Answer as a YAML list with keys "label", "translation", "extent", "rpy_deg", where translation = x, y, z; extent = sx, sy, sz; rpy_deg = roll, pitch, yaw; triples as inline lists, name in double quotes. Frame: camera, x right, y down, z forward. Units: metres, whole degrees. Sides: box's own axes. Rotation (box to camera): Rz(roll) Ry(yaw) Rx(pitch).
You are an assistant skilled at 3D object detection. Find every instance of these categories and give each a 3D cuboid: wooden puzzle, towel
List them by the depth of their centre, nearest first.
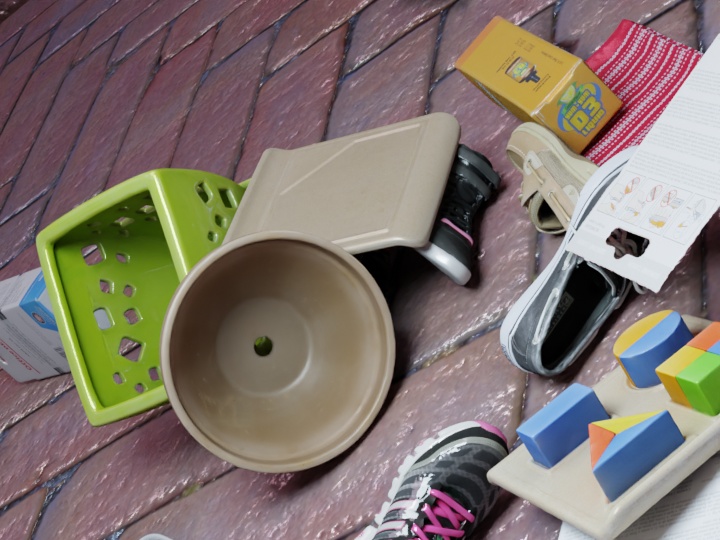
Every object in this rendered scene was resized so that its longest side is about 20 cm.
- label: "wooden puzzle"
  translation: [0.180, 0.087, 1.126]
  extent: [0.185, 0.046, 0.200]
  rpy_deg: [-38, 12, -13]
- label: "towel"
  translation: [0.230, -0.150, 1.529]
  extent: [0.145, 0.022, 0.200]
  rpy_deg: [-46, 24, 2]
- label: "wooden puzzle"
  translation: [-0.015, -0.063, 1.569]
  extent: [0.198, 0.037, 0.186]
  rpy_deg: [-8, 38, 23]

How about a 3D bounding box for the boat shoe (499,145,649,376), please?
- label: "boat shoe"
  translation: [0.181, -0.007, 1.314]
  extent: [0.200, 0.074, 0.068]
  rpy_deg: [-50, 20, -8]

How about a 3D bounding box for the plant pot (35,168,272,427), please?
- label: "plant pot"
  translation: [-0.162, 0.018, 1.655]
  extent: [0.199, 0.201, 0.181]
  rpy_deg: [-23, -8, 42]

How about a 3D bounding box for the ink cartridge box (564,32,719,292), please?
- label: "ink cartridge box"
  translation: [0.245, -0.071, 1.219]
  extent: [0.201, 0.050, 0.161]
  rpy_deg: [-56, 19, 0]

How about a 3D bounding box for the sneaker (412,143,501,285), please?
- label: "sneaker"
  translation: [0.083, -0.058, 1.559]
  extent: [0.099, 0.071, 0.200]
  rpy_deg: [-47, 19, 8]

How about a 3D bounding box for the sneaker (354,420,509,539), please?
- label: "sneaker"
  translation: [0.042, 0.198, 1.224]
  extent: [0.200, 0.074, 0.087]
  rpy_deg: [-49, 23, 4]

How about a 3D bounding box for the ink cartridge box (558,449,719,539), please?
- label: "ink cartridge box"
  translation: [0.175, 0.202, 1.030]
  extent: [0.162, 0.057, 0.201]
  rpy_deg: [-24, 36, 40]

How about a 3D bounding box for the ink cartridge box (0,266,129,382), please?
- label: "ink cartridge box"
  translation: [-0.380, 0.063, 2.071]
  extent: [0.199, 0.116, 0.068]
  rpy_deg: [-15, 37, 48]

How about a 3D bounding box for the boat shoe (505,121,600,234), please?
- label: "boat shoe"
  translation: [0.160, -0.068, 1.451]
  extent: [0.065, 0.071, 0.200]
  rpy_deg: [-44, 25, 0]

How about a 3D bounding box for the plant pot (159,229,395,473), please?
- label: "plant pot"
  translation: [-0.077, 0.067, 1.484]
  extent: [0.201, 0.201, 0.093]
  rpy_deg: [-49, 11, -9]

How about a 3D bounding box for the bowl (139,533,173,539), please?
- label: "bowl"
  translation: [-0.177, 0.321, 1.382]
  extent: [0.200, 0.075, 0.200]
  rpy_deg: [-51, 25, -12]

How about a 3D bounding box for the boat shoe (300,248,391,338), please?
- label: "boat shoe"
  translation: [0.001, 0.002, 1.617]
  extent: [0.062, 0.074, 0.202]
  rpy_deg: [1, 36, 20]

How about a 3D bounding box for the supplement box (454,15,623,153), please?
- label: "supplement box"
  translation: [0.157, -0.169, 1.571]
  extent: [0.067, 0.069, 0.200]
  rpy_deg: [-48, 24, 3]
